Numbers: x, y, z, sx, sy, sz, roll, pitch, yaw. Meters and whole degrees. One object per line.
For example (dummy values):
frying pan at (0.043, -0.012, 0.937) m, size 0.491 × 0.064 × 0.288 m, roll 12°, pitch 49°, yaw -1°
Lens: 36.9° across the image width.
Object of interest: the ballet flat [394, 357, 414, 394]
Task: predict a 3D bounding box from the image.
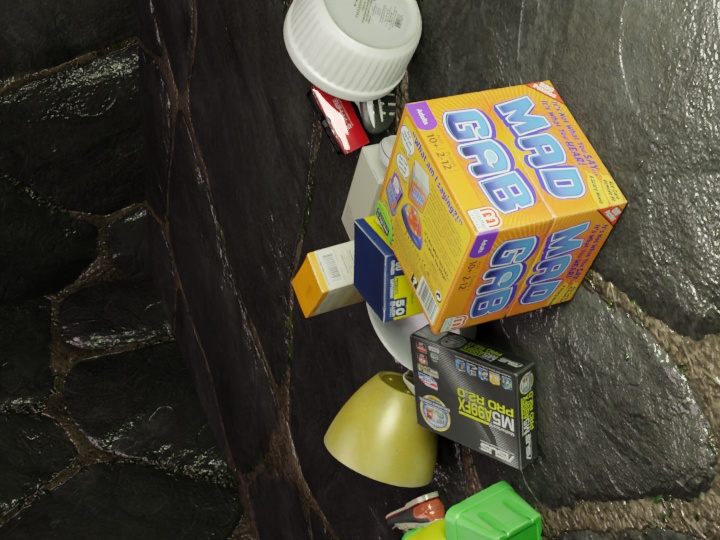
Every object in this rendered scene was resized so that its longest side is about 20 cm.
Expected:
ballet flat at (0.097, 0.153, 1.795) m, size 0.067 × 0.070 × 0.200 m, roll 104°, pitch 147°, yaw -51°

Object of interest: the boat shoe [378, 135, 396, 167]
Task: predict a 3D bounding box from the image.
boat shoe at (0.091, -0.170, 1.623) m, size 0.200 × 0.072 × 0.066 m, roll -131°, pitch 39°, yaw -51°

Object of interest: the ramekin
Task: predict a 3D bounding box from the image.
ramekin at (-0.004, -0.362, 1.593) m, size 0.105 × 0.200 × 0.201 m, roll -46°, pitch 58°, yaw 55°

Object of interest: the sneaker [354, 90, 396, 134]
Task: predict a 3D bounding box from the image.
sneaker at (0.001, -0.312, 1.740) m, size 0.080 × 0.074 × 0.201 m, roll -17°, pitch 77°, yaw 31°

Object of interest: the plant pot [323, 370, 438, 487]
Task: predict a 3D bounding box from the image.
plant pot at (0.054, 0.257, 1.843) m, size 0.200 × 0.200 × 0.142 m, roll 42°, pitch 116°, yaw 57°

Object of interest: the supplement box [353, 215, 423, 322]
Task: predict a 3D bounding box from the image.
supplement box at (0.101, -0.019, 1.495) m, size 0.110 × 0.200 × 0.109 m, roll -130°, pitch 33°, yaw -51°

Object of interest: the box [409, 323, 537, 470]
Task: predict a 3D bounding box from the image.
box at (0.163, 0.181, 1.565) m, size 0.200 × 0.044 × 0.161 m, roll 19°, pitch 125°, yaw 41°

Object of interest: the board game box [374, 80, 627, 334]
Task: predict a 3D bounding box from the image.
board game box at (0.160, -0.077, 1.307) m, size 0.200 × 0.199 × 0.200 m, roll 106°, pitch 145°, yaw -53°

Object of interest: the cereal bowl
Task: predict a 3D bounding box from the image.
cereal bowl at (0.105, 0.056, 1.660) m, size 0.200 × 0.083 × 0.201 m, roll 28°, pitch 131°, yaw 37°

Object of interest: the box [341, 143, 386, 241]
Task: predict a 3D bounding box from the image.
box at (0.026, -0.123, 1.823) m, size 0.200 × 0.068 × 0.082 m, roll 111°, pitch 141°, yaw -55°

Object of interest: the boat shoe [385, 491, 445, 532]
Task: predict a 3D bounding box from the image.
boat shoe at (0.102, 0.456, 1.968) m, size 0.063 × 0.071 × 0.200 m, roll 68°, pitch 154°, yaw 16°

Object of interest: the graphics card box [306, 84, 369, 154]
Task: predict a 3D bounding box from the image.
graphics card box at (-0.041, -0.260, 1.829) m, size 0.126 × 0.051 × 0.200 m, roll 62°, pitch 177°, yaw -7°

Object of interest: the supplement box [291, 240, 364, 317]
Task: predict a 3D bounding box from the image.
supplement box at (0.000, 0.000, 1.774) m, size 0.074 × 0.200 × 0.126 m, roll 68°, pitch 157°, yaw 15°

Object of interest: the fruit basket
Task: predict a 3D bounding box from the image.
fruit basket at (0.170, 0.429, 1.638) m, size 0.215 × 0.155 × 0.216 m, roll 27°, pitch 125°, yaw 46°
